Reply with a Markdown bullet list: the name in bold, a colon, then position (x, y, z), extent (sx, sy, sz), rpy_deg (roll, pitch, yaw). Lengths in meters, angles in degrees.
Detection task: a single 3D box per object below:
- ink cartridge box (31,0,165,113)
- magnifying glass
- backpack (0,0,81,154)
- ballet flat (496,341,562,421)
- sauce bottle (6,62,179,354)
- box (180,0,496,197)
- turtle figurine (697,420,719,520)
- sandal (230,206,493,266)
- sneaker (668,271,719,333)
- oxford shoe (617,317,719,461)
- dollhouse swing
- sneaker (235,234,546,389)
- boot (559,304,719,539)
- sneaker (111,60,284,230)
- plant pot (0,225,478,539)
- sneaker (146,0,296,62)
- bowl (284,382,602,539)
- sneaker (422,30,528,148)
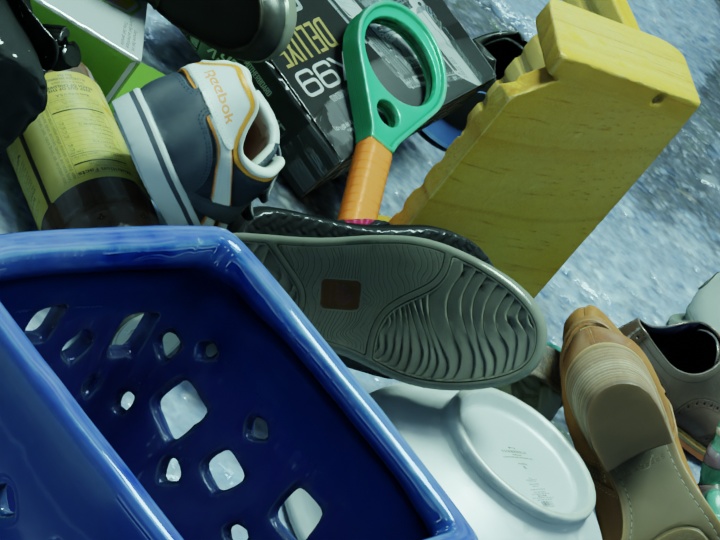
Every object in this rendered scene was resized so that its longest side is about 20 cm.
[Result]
- **ink cartridge box**: position (-0.145, -0.133, 1.564), extent (0.199, 0.076, 0.148), rpy_deg (29, 28, -19)
- **magnifying glass**: position (0.013, -0.091, 1.649), extent (0.079, 0.022, 0.201), rpy_deg (38, 45, -26)
- **backpack**: position (-0.257, -0.157, 1.399), extent (0.167, 0.127, 0.200), rpy_deg (32, 23, -41)
- **ballet flat**: position (0.082, 0.067, 1.547), extent (0.200, 0.068, 0.068), rpy_deg (38, 47, -65)
- **sauce bottle**: position (-0.145, -0.032, 1.421), extent (0.064, 0.065, 0.201), rpy_deg (16, 36, -40)
- **box**: position (-0.018, -0.151, 1.721), extent (0.158, 0.050, 0.200), rpy_deg (55, 39, 4)
- **turtle figurine**: position (0.237, 0.161, 1.564), extent (0.150, 0.100, 0.200), rpy_deg (61, 6, 5)
- **sandal**: position (0.000, 0.000, 1.561), extent (0.199, 0.076, 0.045), rpy_deg (15, 4, -31)
- **sneaker**: position (0.311, 0.076, 1.831), extent (0.200, 0.089, 0.074), rpy_deg (46, 25, 10)
- **oxford shoe**: position (0.228, 0.078, 1.729), extent (0.199, 0.073, 0.071), rpy_deg (14, 35, -43)
- **dollhouse swing**: position (0.087, -0.102, 1.680), extent (0.181, 0.200, 0.176), rpy_deg (14, 36, -41)
- **sneaker**: position (0.012, 0.018, 1.424), extent (0.199, 0.075, 0.106), rpy_deg (12, 1, 17)
- **boot**: position (0.157, 0.124, 1.517), extent (0.155, 0.076, 0.201), rpy_deg (-99, 166, -74)
- **sneaker**: position (-0.081, -0.059, 1.434), extent (0.200, 0.079, 0.079), rpy_deg (85, -20, -79)
- **plant pot**: position (-0.104, 0.113, 1.107), extent (0.200, 0.180, 0.200), rpy_deg (50, 28, 21)
- **sneaker**: position (-0.133, -0.182, 1.506), extent (0.200, 0.075, 0.106), rpy_deg (41, 29, 23)
- **bowl**: position (0.062, 0.126, 1.412), extent (0.200, 0.090, 0.201), rpy_deg (30, 27, -17)
- **sneaker**: position (0.113, -0.134, 1.910), extent (0.070, 0.078, 0.200), rpy_deg (47, 27, 15)
